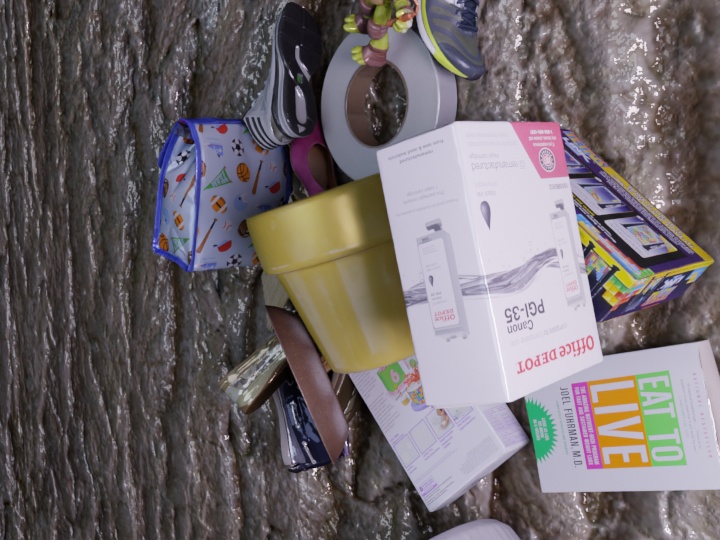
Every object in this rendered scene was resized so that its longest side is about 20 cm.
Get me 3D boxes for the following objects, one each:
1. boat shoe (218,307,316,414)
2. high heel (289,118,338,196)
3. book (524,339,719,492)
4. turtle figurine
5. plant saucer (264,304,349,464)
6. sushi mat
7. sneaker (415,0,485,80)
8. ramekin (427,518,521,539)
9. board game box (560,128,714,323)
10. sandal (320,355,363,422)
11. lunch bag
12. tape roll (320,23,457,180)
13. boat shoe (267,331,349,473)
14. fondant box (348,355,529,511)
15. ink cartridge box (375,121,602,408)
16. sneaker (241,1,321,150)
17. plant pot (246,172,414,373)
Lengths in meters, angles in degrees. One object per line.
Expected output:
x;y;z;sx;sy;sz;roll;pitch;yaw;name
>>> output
-0.107;0.099;1.056;0.063;0.073;0.200;39;81;15;boat shoe
-0.037;-0.119;1.016;0.096;0.067;0.201;-18;70;40;high heel
0.261;0.149;0.787;0.200;0.048;0.134;-19;78;46;book
0.020;-0.317;0.864;0.201;0.064;0.161;64;158;22;turtle figurine
-0.057;0.126;0.922;0.200;0.037;0.201;157;90;-84;plant saucer
-0.104;-0.006;1.051;0.200;0.012;0.096;119;145;-52;sushi mat
0.105;-0.307;0.864;0.081;0.074;0.201;-19;83;41;sneaker
0.107;0.353;0.858;0.203;0.202;0.094;-55;48;33;ramekin
0.204;-0.051;0.728;0.200;0.165;0.057;51;127;27;board game box
-0.027;0.120;1.033;0.054;0.080;0.201;12;97;32;sandal
-0.191;-0.113;1.107;0.124;0.170;0.201;24;112;39;lunch bag
0.030;-0.204;0.971;0.202;0.037;0.204;7;100;44;tape roll
-0.069;0.177;1.099;0.092;0.075;0.201;-13;87;30;boat shoe
0.088;0.161;0.942;0.144;0.058;0.200;-50;63;34;fondant box
0.105;-0.008;0.613;0.083;0.146;0.201;-12;89;45;ink cartridge box
-0.116;-0.254;1.052;0.115;0.075;0.201;-18;63;41;sneaker
0.000;0.000;0.857;0.200;0.200;0.190;-12;100;44;plant pot
